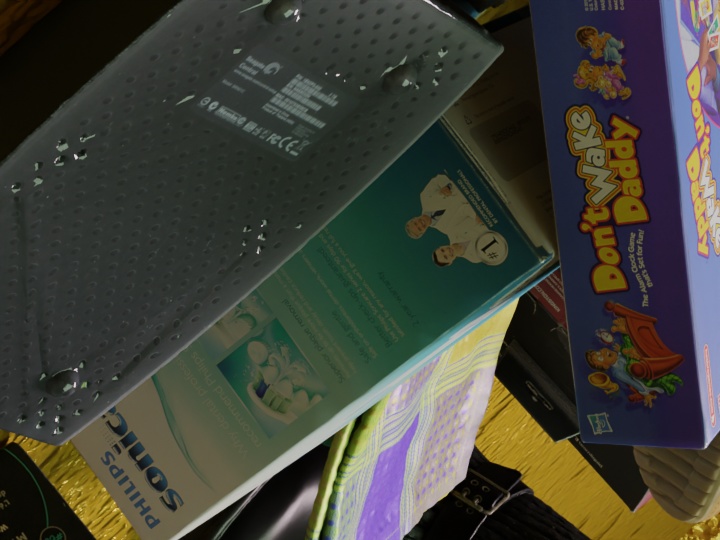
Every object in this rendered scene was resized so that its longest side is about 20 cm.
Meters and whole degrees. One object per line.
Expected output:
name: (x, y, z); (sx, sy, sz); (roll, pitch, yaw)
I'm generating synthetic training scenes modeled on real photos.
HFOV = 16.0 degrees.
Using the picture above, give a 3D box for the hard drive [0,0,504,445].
hard drive: (-0.065, -0.031, 0.771); (0.200, 0.042, 0.135); (-41, 148, 16)

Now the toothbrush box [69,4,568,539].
toothbrush box: (0.000, 0.000, 0.921); (0.200, 0.085, 0.146); (-39, 175, 31)

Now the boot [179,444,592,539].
boot: (0.020, 0.142, 1.315); (0.211, 0.158, 0.079); (-27, 159, -44)

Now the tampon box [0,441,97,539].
tampon box: (-0.140, 0.205, 1.012); (0.150, 0.200, 0.126); (-33, 163, -26)

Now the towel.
towel: (0.025, 0.070, 1.159); (0.200, 0.023, 0.144); (-34, 144, -66)

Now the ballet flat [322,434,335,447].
ballet flat: (-0.019, 0.041, 1.149); (0.072, 0.072, 0.200); (-42, 165, 3)

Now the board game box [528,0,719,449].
board game box: (0.106, -0.059, 0.850); (0.045, 0.201, 0.134); (1, -161, 27)

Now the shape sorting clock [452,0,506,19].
shape sorting clock: (0.007, -0.088, 0.870); (0.200, 0.039, 0.200); (-38, 164, -13)

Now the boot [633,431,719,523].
boot: (0.195, 0.003, 1.043); (0.166, 0.072, 0.200); (-14, 126, -31)

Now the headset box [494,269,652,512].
headset box: (0.155, 0.015, 1.316); (0.200, 0.149, 0.075); (-35, 164, -28)
